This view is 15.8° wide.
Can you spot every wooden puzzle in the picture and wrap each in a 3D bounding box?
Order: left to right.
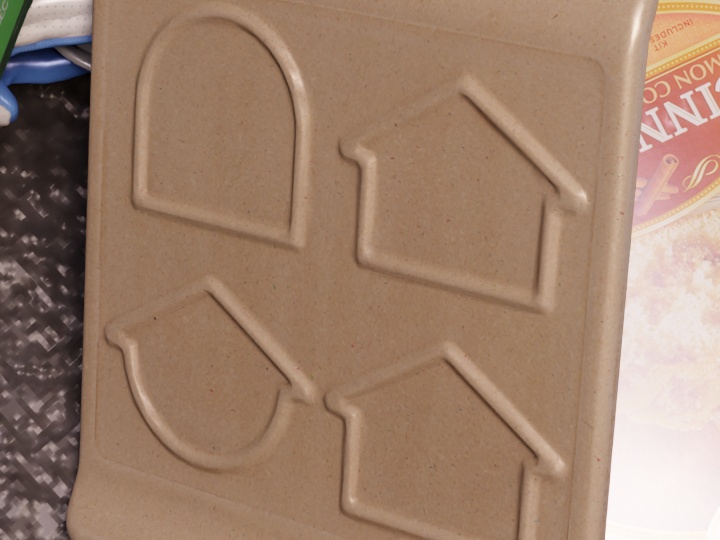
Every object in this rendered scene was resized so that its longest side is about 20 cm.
[{"bbox_3d":[0.000,0.000,0.727,0.184,0.046,0.201,14,104,35],"label":"wooden puzzle"}]

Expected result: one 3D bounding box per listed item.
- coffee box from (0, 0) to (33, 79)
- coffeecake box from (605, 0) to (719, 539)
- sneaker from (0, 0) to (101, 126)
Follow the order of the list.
[{"bbox_3d":[-0.193,-0.092,0.739,0.199,0.044,0.124,18,78,13],"label":"coffee box"},{"bbox_3d":[0.096,0.014,0.782,0.153,0.073,0.201,-25,79,-9],"label":"coffeecake box"},{"bbox_3d":[-0.076,-0.132,0.810,0.200,0.081,0.147,-35,86,-14],"label":"sneaker"}]
